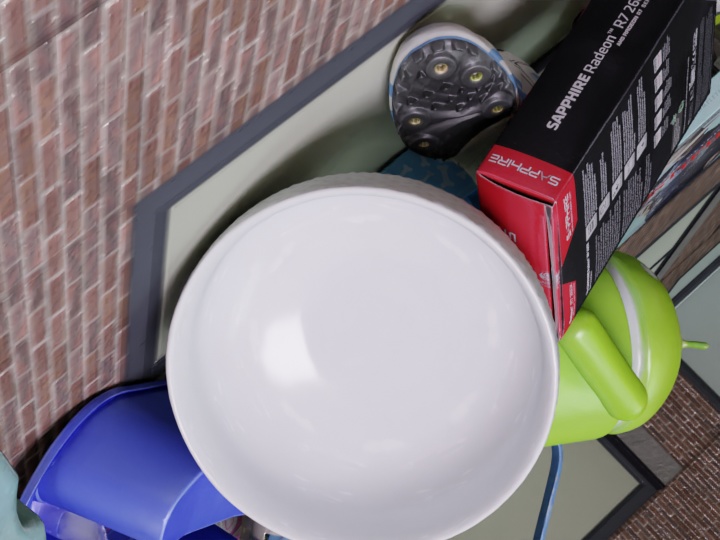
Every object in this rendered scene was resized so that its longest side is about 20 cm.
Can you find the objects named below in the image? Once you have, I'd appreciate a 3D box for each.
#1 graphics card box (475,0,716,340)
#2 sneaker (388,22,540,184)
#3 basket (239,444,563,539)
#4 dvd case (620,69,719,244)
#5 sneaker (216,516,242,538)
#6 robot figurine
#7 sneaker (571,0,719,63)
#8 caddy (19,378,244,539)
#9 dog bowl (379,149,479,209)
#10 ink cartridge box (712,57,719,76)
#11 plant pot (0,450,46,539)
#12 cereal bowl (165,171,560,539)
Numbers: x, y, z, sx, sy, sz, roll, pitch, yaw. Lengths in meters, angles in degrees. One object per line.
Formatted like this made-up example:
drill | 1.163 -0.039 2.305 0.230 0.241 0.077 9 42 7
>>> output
graphics card box | 0.131 -0.076 0.916 0.200 0.051 0.126 -55 154 -26
sneaker | 0.061 -0.095 0.917 0.072 0.073 0.200 -18 161 16
basket | 0.024 0.169 1.088 0.139 0.199 0.177 148 -46 -81
dvd case | 0.206 -0.075 1.110 0.146 0.022 0.200 -42 168 -2
sneaker | -0.101 0.151 1.131 0.200 0.081 0.088 -40 169 -24
robot figurine | 0.102 0.047 1.011 0.199 0.116 0.175 -4 -167 -20
sneaker | 0.202 -0.144 1.104 0.200 0.074 0.081 -25 125 -41
caddy | -0.126 0.136 0.962 0.200 0.105 0.142 -4 115 -69
dog bowl | 0.000 0.000 1.034 0.200 0.050 0.111 -46 168 5
ink cartridge box | 0.196 -0.112 1.211 0.200 0.084 0.146 -37 166 -31
plant pot | -0.194 0.086 0.404 0.196 0.200 0.200 -48 170 -23
cereal bowl | 0.004 0.041 0.878 0.200 0.200 0.083 -48 -173 19
